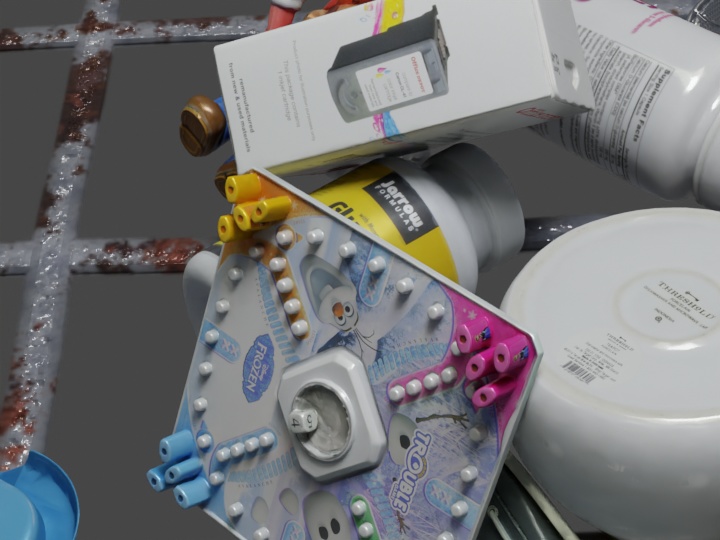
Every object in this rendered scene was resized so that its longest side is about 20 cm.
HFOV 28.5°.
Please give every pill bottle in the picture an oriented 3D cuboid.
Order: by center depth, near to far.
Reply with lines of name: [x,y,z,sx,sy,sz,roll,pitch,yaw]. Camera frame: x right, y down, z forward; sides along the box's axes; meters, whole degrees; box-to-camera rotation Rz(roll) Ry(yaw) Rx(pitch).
pill bottle: [0.000,0.000,0.860,0.199,0.113,0.112,-30,51,-23]
pill bottle: [0.195,-0.117,0.961,0.199,0.114,0.113,32,55,29]

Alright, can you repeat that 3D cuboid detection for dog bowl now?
dog bowl: [-0.242,0.139,0.787,0.198,0.050,0.112,22,51,22]

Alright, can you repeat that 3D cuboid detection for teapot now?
teapot: [0.164,0.075,0.731,0.194,0.147,0.201,-2,37,11]

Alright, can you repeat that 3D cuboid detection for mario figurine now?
mario figurine: [-0.032,-0.141,0.998,0.105,0.124,0.200,20,53,38]

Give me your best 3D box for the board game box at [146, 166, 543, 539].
board game box: [-0.020,0.078,0.734,0.199,0.202,0.026,31,26,30]

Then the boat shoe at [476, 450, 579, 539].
boat shoe: [0.079,0.147,0.743,0.062,0.073,0.200,-38,53,-7]

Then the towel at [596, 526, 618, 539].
towel: [0.202,0.156,0.767,0.086,0.018,0.199,-30,50,-30]

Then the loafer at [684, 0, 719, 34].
loafer: [0.324,-0.197,1.079,0.198,0.063,0.072,-27,80,-15]

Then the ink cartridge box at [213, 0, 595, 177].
ink cartridge box: [0.030,-0.117,0.868,0.197,0.087,0.147,-14,0,18]
